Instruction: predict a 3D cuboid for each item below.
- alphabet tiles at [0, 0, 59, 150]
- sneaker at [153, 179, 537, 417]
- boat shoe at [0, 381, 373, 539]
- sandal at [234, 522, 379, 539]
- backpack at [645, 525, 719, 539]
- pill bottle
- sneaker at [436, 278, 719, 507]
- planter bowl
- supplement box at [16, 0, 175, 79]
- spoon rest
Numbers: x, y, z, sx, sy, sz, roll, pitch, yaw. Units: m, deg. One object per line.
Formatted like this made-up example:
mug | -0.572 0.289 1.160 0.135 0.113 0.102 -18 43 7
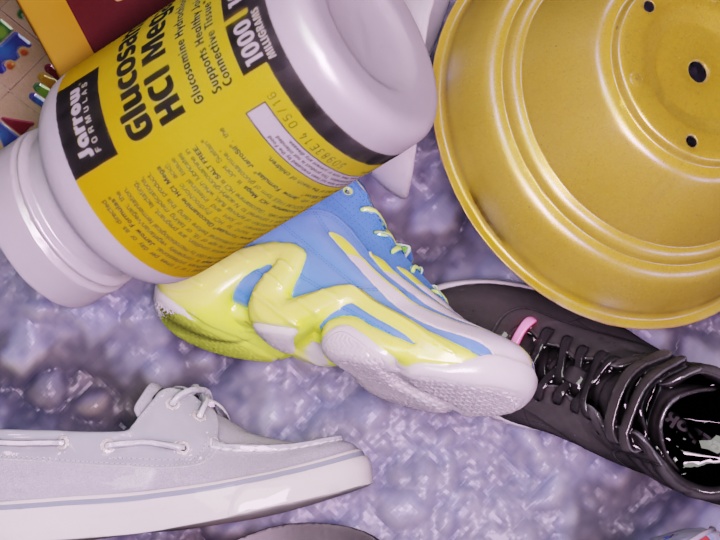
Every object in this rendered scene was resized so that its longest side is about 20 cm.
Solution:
alphabet tiles | -0.233 -0.118 1.261 0.200 0.006 0.167 39 56 2
sneaker | 0.000 0.000 1.229 0.199 0.076 0.105 14 73 21
boat shoe | -0.096 0.088 1.236 0.200 0.070 0.072 -7 84 3
sandal | -0.080 0.163 1.235 0.199 0.045 0.076 -6 81 0
backpack | 0.120 0.205 1.159 0.190 0.200 0.154 -32 77 3
pill bottle | -0.073 -0.064 1.185 0.200 0.112 0.113 -30 80 25
sneaker | 0.113 0.052 1.223 0.199 0.099 0.071 25 84 6
planter bowl | 0.139 -0.080 1.211 0.199 0.083 0.201 9 68 -23
supplement box | -0.107 -0.235 1.227 0.199 0.133 0.198 -28 60 -3
spoon rest | 0.024 -0.132 1.263 0.060 0.099 0.201 0 69 -3
